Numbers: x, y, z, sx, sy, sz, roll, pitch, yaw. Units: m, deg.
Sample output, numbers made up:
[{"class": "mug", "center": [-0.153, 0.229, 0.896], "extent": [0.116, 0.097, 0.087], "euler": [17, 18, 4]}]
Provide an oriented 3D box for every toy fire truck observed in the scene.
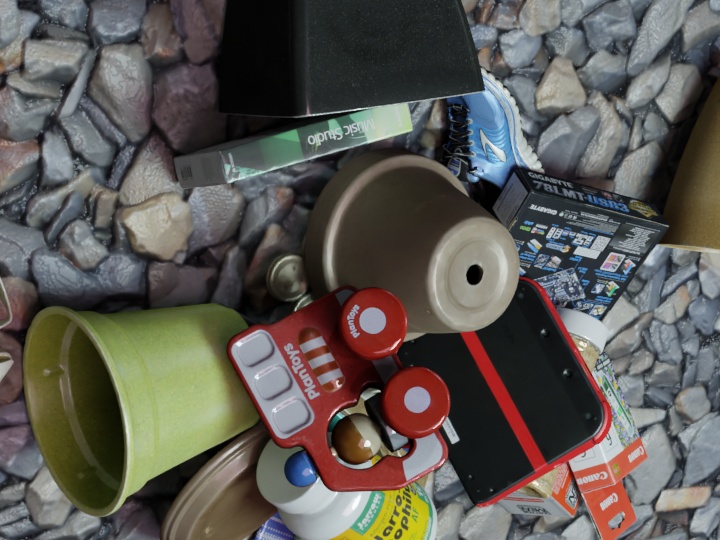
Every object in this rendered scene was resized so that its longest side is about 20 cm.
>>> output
[{"class": "toy fire truck", "center": [-0.015, 0.120, 1.503], "extent": [0.167, 0.112, 0.201], "euler": [-27, 82, -8]}]

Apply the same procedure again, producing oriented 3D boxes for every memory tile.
[{"class": "memory tile", "center": [0.000, 0.000, 1.685], "extent": [0.200, 0.017, 0.154], "euler": [-41, 119, -19]}]

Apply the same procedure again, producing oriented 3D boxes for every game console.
[{"class": "game console", "center": [0.152, 0.124, 1.690], "extent": [0.176, 0.201, 0.031], "euler": [-31, 163, 9]}]

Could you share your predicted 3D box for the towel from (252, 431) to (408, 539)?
[{"class": "towel", "center": [-0.020, 0.246, 1.777], "extent": [0.144, 0.024, 0.201], "euler": [28, 93, -33]}]

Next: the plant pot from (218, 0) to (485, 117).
[{"class": "plant pot", "center": [-0.020, -0.246, 1.507], "extent": [0.198, 0.200, 0.179], "euler": [-10, 100, -25]}]

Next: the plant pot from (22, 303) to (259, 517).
[{"class": "plant pot", "center": [-0.199, 0.115, 1.544], "extent": [0.183, 0.200, 0.202], "euler": [-14, 115, -37]}]

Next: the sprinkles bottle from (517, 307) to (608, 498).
[{"class": "sprinkles bottle", "center": [0.208, 0.144, 1.735], "extent": [0.068, 0.068, 0.202], "euler": [33, 71, -34]}]

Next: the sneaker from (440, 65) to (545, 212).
[{"class": "sneaker", "center": [0.124, -0.139, 1.683], "extent": [0.089, 0.078, 0.201], "euler": [-40, 122, -14]}]

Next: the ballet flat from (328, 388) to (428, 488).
[{"class": "ballet flat", "center": [0.017, 0.176, 1.729], "extent": [0.200, 0.068, 0.073], "euler": [51, 63, -30]}]

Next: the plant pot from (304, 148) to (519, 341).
[{"class": "plant pot", "center": [0.069, -0.014, 1.612], "extent": [0.199, 0.174, 0.202], "euler": [-7, 104, -31]}]

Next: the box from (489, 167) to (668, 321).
[{"class": "box", "center": [0.209, -0.004, 1.759], "extent": [0.198, 0.050, 0.199], "euler": [11, 126, -30]}]

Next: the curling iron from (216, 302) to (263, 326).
[{"class": "curling iron", "center": [-0.075, 0.072, 1.680], "extent": [0.199, 0.026, 0.050], "euler": [24, 91, -34]}]

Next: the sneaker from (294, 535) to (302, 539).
[{"class": "sneaker", "center": [0.011, 0.320, 1.766], "extent": [0.200, 0.074, 0.118], "euler": [45, 80, -22]}]

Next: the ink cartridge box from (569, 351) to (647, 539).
[{"class": "ink cartridge box", "center": [0.282, 0.204, 1.836], "extent": [0.109, 0.050, 0.202], "euler": [-19, 88, -58]}]

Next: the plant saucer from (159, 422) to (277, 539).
[{"class": "plant saucer", "center": [-0.120, 0.227, 1.646], "extent": [0.199, 0.029, 0.201], "euler": [-36, 155, -19]}]

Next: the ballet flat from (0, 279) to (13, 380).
[{"class": "ballet flat", "center": [-0.360, 0.059, 1.497], "extent": [0.075, 0.068, 0.202], "euler": [-14, 113, -42]}]

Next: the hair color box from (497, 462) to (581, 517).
[{"class": "hair color box", "center": [0.160, 0.204, 1.809], "extent": [0.200, 0.101, 0.062], "euler": [45, 58, -34]}]

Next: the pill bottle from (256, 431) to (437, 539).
[{"class": "pill bottle", "center": [-0.015, 0.231, 1.609], "extent": [0.113, 0.113, 0.200], "euler": [-52, 136, -3]}]

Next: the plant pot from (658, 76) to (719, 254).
[{"class": "plant pot", "center": [0.444, -0.116, 1.826], "extent": [0.185, 0.186, 0.202], "euler": [7, 91, -31]}]

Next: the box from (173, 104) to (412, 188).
[{"class": "box", "center": [-0.067, -0.122, 1.541], "extent": [0.198, 0.144, 0.037], "euler": [-19, 99, -22]}]
